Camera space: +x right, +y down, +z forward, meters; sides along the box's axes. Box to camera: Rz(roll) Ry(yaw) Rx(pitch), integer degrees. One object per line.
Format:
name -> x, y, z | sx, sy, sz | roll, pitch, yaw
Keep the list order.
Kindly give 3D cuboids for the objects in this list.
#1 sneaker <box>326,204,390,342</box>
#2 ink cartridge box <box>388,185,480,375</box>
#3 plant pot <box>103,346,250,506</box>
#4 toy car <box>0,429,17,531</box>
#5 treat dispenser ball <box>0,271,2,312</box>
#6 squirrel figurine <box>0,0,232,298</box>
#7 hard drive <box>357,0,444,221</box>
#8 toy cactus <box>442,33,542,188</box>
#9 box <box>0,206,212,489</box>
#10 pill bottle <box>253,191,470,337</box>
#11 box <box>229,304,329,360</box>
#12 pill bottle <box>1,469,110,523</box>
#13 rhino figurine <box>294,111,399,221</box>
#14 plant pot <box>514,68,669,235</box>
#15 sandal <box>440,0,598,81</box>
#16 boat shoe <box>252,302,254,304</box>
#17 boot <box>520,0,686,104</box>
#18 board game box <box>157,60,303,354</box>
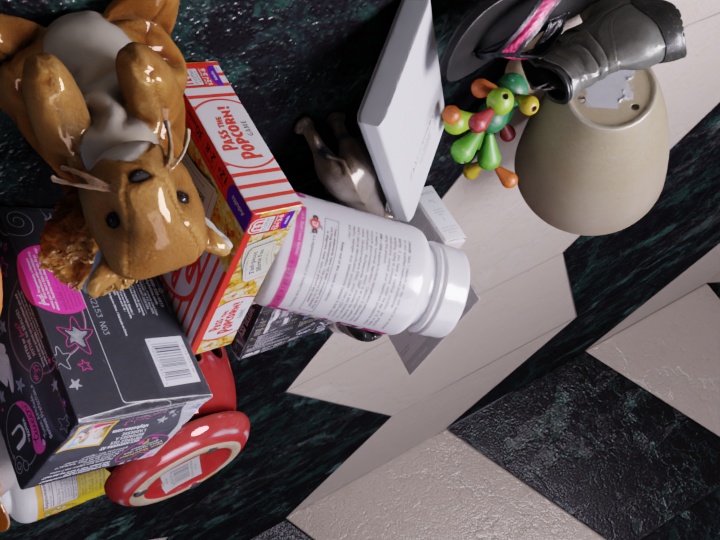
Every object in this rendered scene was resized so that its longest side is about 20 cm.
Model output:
sneaker -> 0.013, 0.001, 0.923 | 0.073, 0.087, 0.201 | -5, 115, -39
ink cartridge box -> 0.081, 0.016, 1.009 | 0.043, 0.174, 0.200 | -15, 153, -36
plant pot -> -0.237, 0.160, 0.890 | 0.199, 0.183, 0.201 | -29, 159, -12
toy car -> -0.361, 0.149, 0.668 | 0.184, 0.201, 0.177 | -7, 148, -46
treat dispenser ball -> -0.319, 0.016, 0.437 | 0.200, 0.202, 0.201 | -27, 158, -12
squirrel figurine -> -0.158, -0.064, 0.502 | 0.141, 0.187, 0.200 | -20, 156, -26
hard drive -> 0.046, -0.146, 0.718 | 0.200, 0.026, 0.133 | 62, 46, -69
toy cactus -> 0.162, -0.178, 0.806 | 0.165, 0.102, 0.200 | -52, 166, 1
box -> -0.239, 0.059, 0.640 | 0.115, 0.201, 0.132 | -43, 156, 31
pill bottle -> 0.000, 0.000, 0.744 | 0.199, 0.114, 0.114 | 15, 139, -18
box -> -0.073, 0.036, 1.015 | 0.199, 0.050, 0.158 | -17, 154, -33
pill bottle -> -0.397, 0.254, 0.962 | 0.199, 0.113, 0.113 | -14, 153, -38
rhino figurine -> -0.004, -0.089, 0.789 | 0.060, 0.088, 0.200 | -32, 158, 3
plant pot -> 0.270, -0.160, 0.854 | 0.187, 0.188, 0.200 | -32, 161, 2
sandal -> 0.161, -0.224, 0.664 | 0.199, 0.045, 0.075 | -29, 159, -5
boat shoe -> -0.113, 0.007, 0.867 | 0.199, 0.074, 0.069 | -28, 152, -13
boot -> 0.212, -0.227, 0.726 | 0.130, 0.200, 0.068 | -19, 118, 6
board game box -> -0.131, -0.045, 0.627 | 0.046, 0.152, 0.200 | -15, 152, -36
